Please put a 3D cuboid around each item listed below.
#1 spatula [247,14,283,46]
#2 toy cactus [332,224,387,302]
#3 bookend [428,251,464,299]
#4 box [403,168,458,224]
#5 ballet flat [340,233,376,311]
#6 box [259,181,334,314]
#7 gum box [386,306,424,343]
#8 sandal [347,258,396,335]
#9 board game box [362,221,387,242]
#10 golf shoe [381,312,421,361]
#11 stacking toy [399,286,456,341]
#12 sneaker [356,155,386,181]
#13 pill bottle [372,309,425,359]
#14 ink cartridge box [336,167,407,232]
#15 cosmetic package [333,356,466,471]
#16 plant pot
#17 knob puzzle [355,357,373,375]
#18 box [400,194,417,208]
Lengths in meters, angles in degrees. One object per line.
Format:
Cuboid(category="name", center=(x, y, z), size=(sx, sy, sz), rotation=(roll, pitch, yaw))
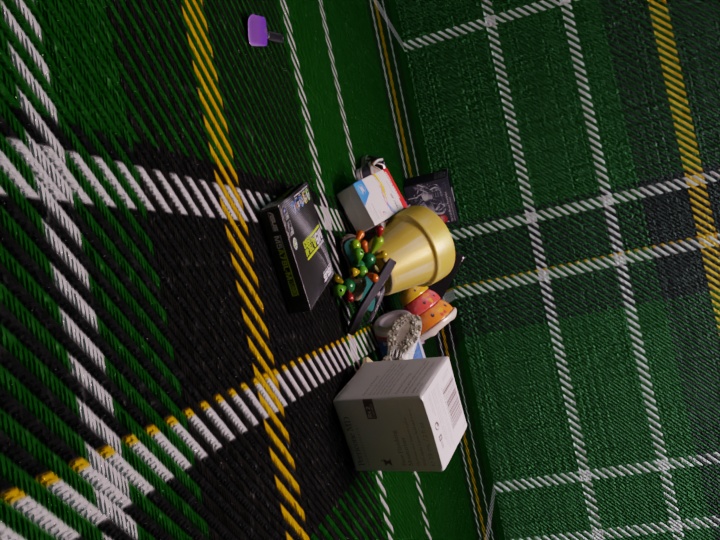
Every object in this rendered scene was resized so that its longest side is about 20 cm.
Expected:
Cuboid(category="spatula", center=(-0.186, -0.473, 1.398), size=(0.200, 0.020, 0.057), rotation=(-57, 146, -74))
Cuboid(category="toy cactus", center=(0.003, 0.007, 1.578), size=(0.166, 0.101, 0.201), rotation=(96, 15, -51))
Cuboid(category="bookend", center=(0.158, -0.001, 1.995), size=(0.202, 0.197, 0.092), rotation=(-61, -172, -4))
Cuboid(category="box", center=(0.286, -0.281, 2.807), size=(0.104, 0.180, 0.202), rotation=(-76, 150, -60))
Cuboid(category="ballet flat", center=(0.000, 0.000, 1.674), size=(0.067, 0.067, 0.202), rotation=(-132, -156, -66))
Cuboid(category="box", center=(-0.112, -0.047, 1.288), size=(0.200, 0.047, 0.195), rotation=(-60, 134, -69))
Cuboid(category="gum box", center=(0.131, 0.167, 2.042), size=(0.200, 0.065, 0.115), rotation=(10, 70, -75))
Cuboid(category="sandal", center=(0.034, 0.062, 1.570), size=(0.201, 0.043, 0.076), rotation=(-58, -177, -18))
Cuboid(category="board game box", center=(0.039, -0.084, 1.895), size=(0.147, 0.063, 0.203), rotation=(4, 76, -77))
Cuboid(category="golf shoe", center=(0.098, 0.202, 1.706), size=(0.098, 0.077, 0.201), rotation=(75, 34, -55))
Cuboid(category="stacking toy", center=(0.151, 0.080, 1.887), size=(0.201, 0.146, 0.146), rotation=(53, 15, 1))
Cuboid(category="sneaker", center=(0.041, -0.293, 2.051), size=(0.200, 0.078, 0.079), rotation=(-74, 148, -65))
Cuboid(category="pill bottle", center=(0.109, 0.215, 1.824), size=(0.113, 0.111, 0.202), rotation=(-75, 149, -62))
Cuboid(category="ink cartridge box", center=(0.041, -0.183, 1.769), size=(0.200, 0.067, 0.117), rotation=(-34, 96, -49))
Cuboid(category="cosmetic package", center=(0.083, 0.287, 1.401), size=(0.165, 0.198, 0.167), rotation=(-41, 117, -57))
Cuboid(category="plant pot", center=(0.101, -0.036, 1.734), size=(0.188, 0.200, 0.203), rotation=(-28, 110, -32))
Cuboid(category="knob puzzle", center=(0.025, 0.295, 1.583), size=(0.219, 0.030, 0.223), rotation=(-13, 90, -76))
Cuboid(category="box", center=(0.118, -0.178, 1.964), size=(0.199, 0.050, 0.198), rotation=(36, 3, 6))
